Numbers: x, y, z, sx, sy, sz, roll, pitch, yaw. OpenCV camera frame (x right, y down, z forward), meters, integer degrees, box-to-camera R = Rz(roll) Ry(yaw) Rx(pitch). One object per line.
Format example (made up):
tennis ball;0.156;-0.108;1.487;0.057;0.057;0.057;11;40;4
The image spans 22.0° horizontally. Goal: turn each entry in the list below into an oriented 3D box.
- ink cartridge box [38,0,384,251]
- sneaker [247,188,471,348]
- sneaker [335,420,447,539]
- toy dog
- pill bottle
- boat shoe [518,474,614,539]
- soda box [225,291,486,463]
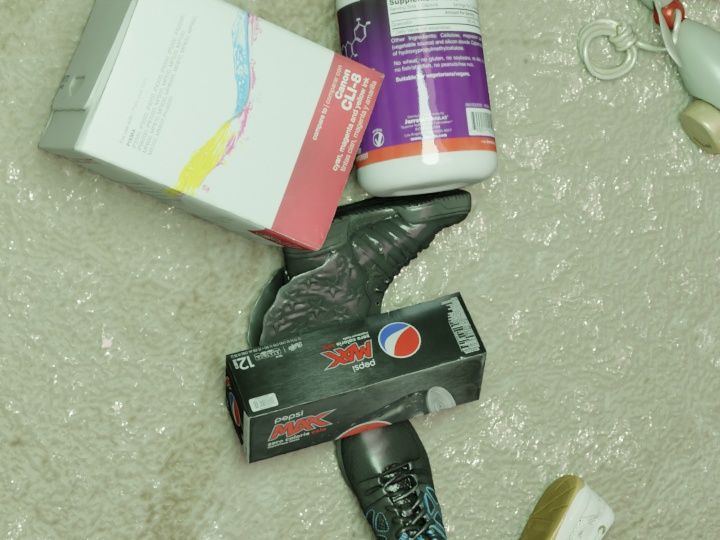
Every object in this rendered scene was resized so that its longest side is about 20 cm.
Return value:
ink cartridge box;-0.115;-0.118;1.381;0.199;0.145;0.146;22;86;-22
sneaker;0.001;0.001;1.484;0.198;0.060;0.105;-13;106;-22
sneaker;0.040;0.195;1.498;0.073;0.082;0.202;-22;100;-15
toy dog;0.293;-0.187;1.560;0.199;0.096;0.133;32;82;-20
pill bottle;0.041;-0.163;1.449;0.111;0.112;0.202;-6;86;-20
boat shoe;0.152;0.273;1.553;0.069;0.071;0.201;36;80;-18
soda box;-0.004;0.084;1.455;0.198;0.071;0.064;-14;54;-14
